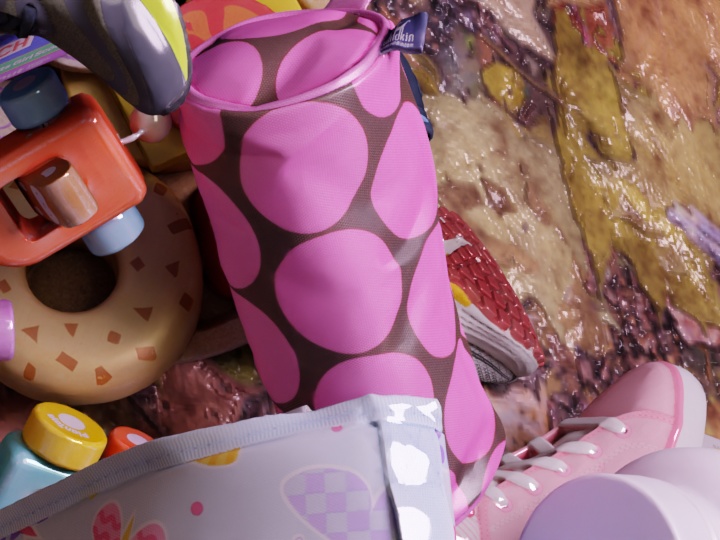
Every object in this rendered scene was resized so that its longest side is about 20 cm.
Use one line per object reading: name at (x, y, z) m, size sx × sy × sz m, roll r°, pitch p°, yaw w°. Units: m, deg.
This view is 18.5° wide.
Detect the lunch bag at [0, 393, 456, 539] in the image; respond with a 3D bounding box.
lunch bag at (-0.037, 0.143, 0.629) m, size 0.127 × 0.200 × 0.170 m, roll 9°, pitch 62°, yaw -42°

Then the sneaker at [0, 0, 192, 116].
sneaker at (-0.146, -0.104, 0.724) m, size 0.200 × 0.074 × 0.081 m, roll 33°, pitch 72°, yaw -2°

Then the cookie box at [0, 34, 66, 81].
cookie box at (-0.186, -0.159, 0.803) m, size 0.171 × 0.075 × 0.200 m, roll -26°, pitch 81°, yaw -30°

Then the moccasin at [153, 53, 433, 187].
moccasin at (-0.028, -0.059, 0.973) m, size 0.068 × 0.080 × 0.200 m, roll 52°, pitch 44°, yaw 7°

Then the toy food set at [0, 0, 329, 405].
toy food set at (-0.091, -0.058, 0.875) m, size 0.199 × 0.049 × 0.198 m, roll -27°, pitch 77°, yaw -9°

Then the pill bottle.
pill bottle at (0.153, 0.129, 0.896) m, size 0.200 × 0.111 × 0.112 m, roll 11°, pitch 62°, yaw -47°

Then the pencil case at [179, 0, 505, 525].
pencil case at (0.000, 0.000, 0.824) m, size 0.094 × 0.090 × 0.201 m, roll -54°, pitch 138°, yaw -50°

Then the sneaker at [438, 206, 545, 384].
sneaker at (0.012, 0.014, 0.990) m, size 0.200 × 0.082 × 0.078 m, roll 24°, pitch 32°, yaw -51°

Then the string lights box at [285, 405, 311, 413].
string lights box at (0.010, 0.155, 0.808) m, size 0.200 × 0.059 × 0.103 m, roll 48°, pitch 35°, yaw -27°

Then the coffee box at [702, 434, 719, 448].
coffee box at (0.159, 0.186, 1.029) m, size 0.114 × 0.080 × 0.201 m, roll 22°, pitch 55°, yaw -34°

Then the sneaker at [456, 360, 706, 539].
sneaker at (0.069, 0.102, 0.963) m, size 0.105 × 0.075 × 0.200 m, roll 40°, pitch 70°, yaw -16°

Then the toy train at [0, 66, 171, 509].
toy train at (-0.106, 0.038, 0.791) m, size 0.200 × 0.150 × 0.056 m, roll 65°, pitch -2°, yaw -26°
